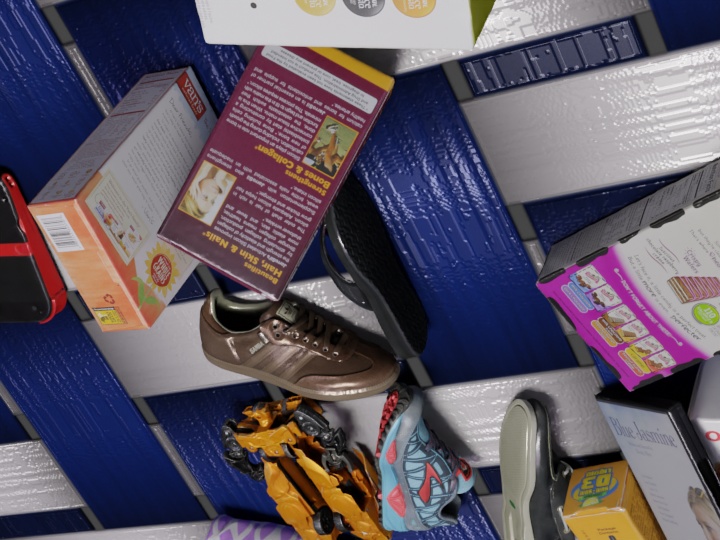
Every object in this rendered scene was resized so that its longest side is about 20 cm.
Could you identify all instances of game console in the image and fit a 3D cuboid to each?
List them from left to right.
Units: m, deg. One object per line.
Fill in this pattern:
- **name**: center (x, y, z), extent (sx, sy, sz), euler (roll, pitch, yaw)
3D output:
- **game console**: center (-0.404, -0.022, 1.559), extent (0.200, 0.031, 0.177), euler (-2, 122, 24)

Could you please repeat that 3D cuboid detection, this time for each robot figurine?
- **robot figurine**: center (-0.052, 0.202, 1.571), extent (0.145, 0.058, 0.200), euler (-14, 121, 31)

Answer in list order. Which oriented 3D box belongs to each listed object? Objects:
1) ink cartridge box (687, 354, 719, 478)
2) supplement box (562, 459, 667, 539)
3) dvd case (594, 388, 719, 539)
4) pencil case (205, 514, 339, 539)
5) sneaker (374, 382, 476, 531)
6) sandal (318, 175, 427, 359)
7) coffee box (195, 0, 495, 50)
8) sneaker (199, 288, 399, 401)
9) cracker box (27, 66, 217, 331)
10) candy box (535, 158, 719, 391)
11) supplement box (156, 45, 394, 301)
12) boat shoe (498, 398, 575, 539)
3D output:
- **ink cartridge box**: center (0.375, 0.176, 1.348), extent (0.145, 0.083, 0.200), euler (-2, 127, 26)
- **supplement box**: center (0.268, 0.269, 1.472), extent (0.067, 0.069, 0.200), euler (-15, 128, 32)
- **dvd case**: center (0.284, 0.198, 1.359), extent (0.200, 0.018, 0.143), euler (63, 166, -8)
- **pencil case**: center (-0.073, 0.321, 1.668), extent (0.200, 0.084, 0.086), euler (14, 165, 14)
- **sneaker**: center (0.066, 0.180, 1.503), extent (0.095, 0.079, 0.200), euler (5, 138, 8)
- **sandal**: center (0.000, 0.001, 1.369), extent (0.048, 0.075, 0.200), euler (-11, 123, 25)
- **coffee box**: center (0.000, -0.286, 1.046), extent (0.198, 0.200, 0.200), euler (5, 129, 19)
- **sneaker**: center (-0.062, 0.067, 1.455), extent (0.200, 0.070, 0.076), euler (8, 129, 16)
- **cracker box**: center (-0.180, -0.062, 1.307), extent (0.058, 0.200, 0.134), euler (-4, 126, 33)
- **candy box**: center (0.265, 0.003, 1.268), extent (0.200, 0.061, 0.136), euler (-28, 113, 38)
- **supplement box**: center (-0.067, -0.087, 1.243), extent (0.110, 0.086, 0.200), euler (28, 90, -1)
- **boat shoe**: center (0.173, 0.202, 1.483), extent (0.068, 0.072, 0.200), euler (-15, 121, -13)
